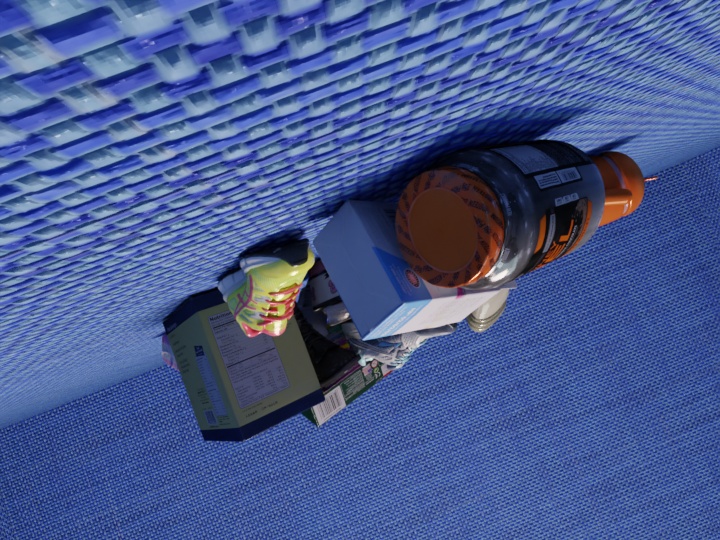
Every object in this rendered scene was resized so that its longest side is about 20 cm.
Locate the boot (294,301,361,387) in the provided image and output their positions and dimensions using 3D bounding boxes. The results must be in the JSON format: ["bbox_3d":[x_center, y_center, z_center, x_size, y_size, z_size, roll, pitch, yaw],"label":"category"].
[{"bbox_3d":[-0.098,0.090,0.844,0.069,0.175,0.199,-34,-167,-34],"label":"boot"}]

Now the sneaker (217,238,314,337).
[{"bbox_3d":[-0.098,0.026,0.604,0.078,0.091,0.200,-17,173,-30],"label":"sneaker"}]

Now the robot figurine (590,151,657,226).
[{"bbox_3d":[0.381,-0.127,0.891,0.199,0.117,0.144,-21,157,3],"label":"robot figurine"}]

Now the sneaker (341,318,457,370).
[{"bbox_3d":[0.064,0.102,0.803,0.199,0.087,0.077,-12,-175,41],"label":"sneaker"}]

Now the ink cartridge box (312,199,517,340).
[{"bbox_3d":[0.063,-0.004,0.549,0.199,0.116,0.068,-3,147,-45],"label":"ink cartridge box"}]

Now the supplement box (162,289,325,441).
[{"bbox_3d":[-0.183,0.134,0.804,0.134,0.201,0.200,-18,175,-35],"label":"supplement box"}]

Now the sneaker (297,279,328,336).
[{"bbox_3d":[-0.097,0.073,1.011,0.076,0.081,0.200,2,-166,-5],"label":"sneaker"}]

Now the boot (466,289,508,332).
[{"bbox_3d":[0.207,-0.022,0.803,0.155,0.072,0.201,81,32,-51],"label":"boot"}]

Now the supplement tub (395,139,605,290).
[{"bbox_3d":[0.131,-0.054,0.492,0.199,0.123,0.122,-18,175,-42],"label":"supplement tub"}]

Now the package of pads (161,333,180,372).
[{"bbox_3d":[-0.295,0.151,1.102,0.120,0.076,0.199,21,-153,40],"label":"package of pads"}]

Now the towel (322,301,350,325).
[{"bbox_3d":[0.002,0.056,0.911,0.132,0.035,0.200,-23,176,-6],"label":"towel"}]

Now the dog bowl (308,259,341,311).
[{"bbox_3d":[0.000,0.000,0.907,0.199,0.074,0.200,-22,176,-2],"label":"dog bowl"}]

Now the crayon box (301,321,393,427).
[{"bbox_3d":[-0.053,0.172,0.971,0.199,0.059,0.172,-31,-151,-29],"label":"crayon box"}]
